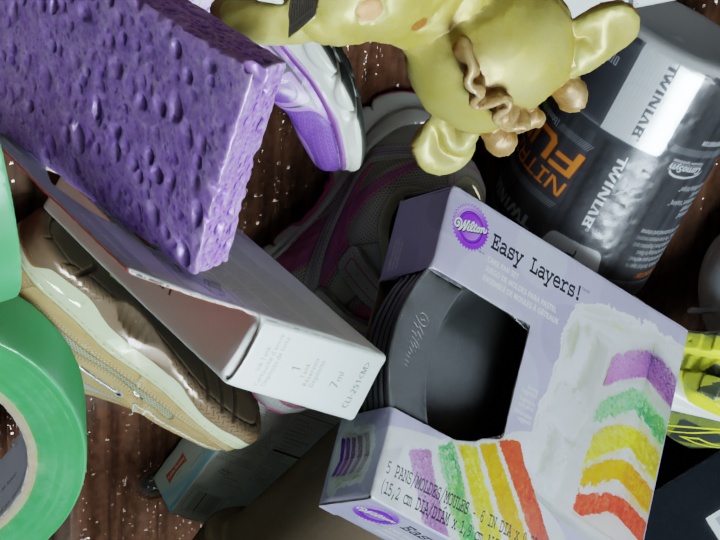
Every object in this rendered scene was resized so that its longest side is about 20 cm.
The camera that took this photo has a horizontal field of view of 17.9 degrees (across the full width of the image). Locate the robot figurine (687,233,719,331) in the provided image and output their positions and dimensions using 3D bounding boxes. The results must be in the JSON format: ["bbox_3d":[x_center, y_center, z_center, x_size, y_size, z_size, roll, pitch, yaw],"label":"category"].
[{"bbox_3d":[0.297,0.001,1.437,0.200,0.113,0.170,-27,124,-6],"label":"robot figurine"}]

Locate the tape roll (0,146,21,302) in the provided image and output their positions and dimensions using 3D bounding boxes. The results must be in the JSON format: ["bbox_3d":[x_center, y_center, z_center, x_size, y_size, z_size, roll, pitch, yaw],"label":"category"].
[{"bbox_3d":[-0.208,-0.078,1.062,0.048,0.201,0.201,-16,130,-14],"label":"tape roll"}]

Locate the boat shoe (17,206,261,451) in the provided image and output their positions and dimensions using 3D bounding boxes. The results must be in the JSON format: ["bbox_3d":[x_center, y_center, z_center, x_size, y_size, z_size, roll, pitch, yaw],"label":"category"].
[{"bbox_3d":[-0.140,0.044,1.288,0.076,0.072,0.200,-34,122,19],"label":"boat shoe"}]

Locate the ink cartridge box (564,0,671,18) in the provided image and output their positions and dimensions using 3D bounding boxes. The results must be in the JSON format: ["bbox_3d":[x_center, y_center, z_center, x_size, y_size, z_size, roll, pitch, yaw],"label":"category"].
[{"bbox_3d":[0.144,-0.220,1.210,0.200,0.084,0.145,-13,130,-18],"label":"ink cartridge box"}]

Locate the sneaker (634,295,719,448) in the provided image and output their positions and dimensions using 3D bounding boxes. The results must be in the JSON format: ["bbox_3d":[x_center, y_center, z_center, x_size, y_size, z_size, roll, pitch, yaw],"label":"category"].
[{"bbox_3d":[0.182,0.071,1.402,0.075,0.200,0.085,-61,158,-29],"label":"sneaker"}]

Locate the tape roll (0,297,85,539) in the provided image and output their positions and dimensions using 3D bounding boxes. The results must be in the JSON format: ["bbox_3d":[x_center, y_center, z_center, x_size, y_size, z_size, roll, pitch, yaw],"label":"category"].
[{"bbox_3d":[-0.248,0.087,1.228,0.200,0.048,0.201,-4,129,-5],"label":"tape roll"}]

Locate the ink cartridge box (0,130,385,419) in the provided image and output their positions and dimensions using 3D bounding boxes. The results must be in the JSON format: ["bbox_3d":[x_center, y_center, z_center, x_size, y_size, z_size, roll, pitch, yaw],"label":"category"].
[{"bbox_3d":[-0.106,-0.006,1.155,0.173,0.200,0.044,19,105,-43],"label":"ink cartridge box"}]

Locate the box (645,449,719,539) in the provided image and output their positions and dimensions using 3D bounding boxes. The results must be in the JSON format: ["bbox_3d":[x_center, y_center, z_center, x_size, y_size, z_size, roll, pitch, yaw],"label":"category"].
[{"bbox_3d":[0.262,0.184,1.499,0.200,0.124,0.197,-31,163,-2],"label":"box"}]

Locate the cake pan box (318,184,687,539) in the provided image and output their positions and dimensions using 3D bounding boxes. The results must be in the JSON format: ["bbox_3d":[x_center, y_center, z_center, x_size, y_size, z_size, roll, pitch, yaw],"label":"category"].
[{"bbox_3d":[0.079,0.075,1.227,0.200,0.184,0.052,31,151,-30],"label":"cake pan box"}]

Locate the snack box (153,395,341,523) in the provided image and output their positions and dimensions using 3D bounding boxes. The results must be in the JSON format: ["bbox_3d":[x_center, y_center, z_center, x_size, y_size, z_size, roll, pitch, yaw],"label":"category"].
[{"bbox_3d":[-0.015,0.122,1.422,0.200,0.037,0.116,23,114,-37],"label":"snack box"}]

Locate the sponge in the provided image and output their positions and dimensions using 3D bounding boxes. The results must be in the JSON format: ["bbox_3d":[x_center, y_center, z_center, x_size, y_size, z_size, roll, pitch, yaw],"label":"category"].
[{"bbox_3d":[-0.126,-0.095,1.096,0.030,0.200,0.112,-20,136,-47],"label":"sponge"}]

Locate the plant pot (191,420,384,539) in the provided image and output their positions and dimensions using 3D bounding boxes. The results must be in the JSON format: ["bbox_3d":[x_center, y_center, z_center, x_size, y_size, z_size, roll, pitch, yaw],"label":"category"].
[{"bbox_3d":[0.015,0.160,1.316,0.200,0.200,0.175,22,108,-37],"label":"plant pot"}]

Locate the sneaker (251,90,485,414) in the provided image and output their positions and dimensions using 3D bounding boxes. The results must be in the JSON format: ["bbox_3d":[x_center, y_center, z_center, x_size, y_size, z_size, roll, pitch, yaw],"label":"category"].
[{"bbox_3d":[0.000,0.000,1.289,0.081,0.088,0.200,19,106,-36],"label":"sneaker"}]

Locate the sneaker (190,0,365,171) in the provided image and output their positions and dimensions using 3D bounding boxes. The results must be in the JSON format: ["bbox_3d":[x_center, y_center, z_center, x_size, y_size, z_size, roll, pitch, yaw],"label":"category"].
[{"bbox_3d":[-0.064,-0.125,1.199,0.083,0.081,0.200,-29,124,14],"label":"sneaker"}]

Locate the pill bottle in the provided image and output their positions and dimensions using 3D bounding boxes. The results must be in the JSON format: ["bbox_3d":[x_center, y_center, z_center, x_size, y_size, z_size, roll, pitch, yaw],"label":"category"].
[{"bbox_3d":[0.140,-0.055,1.319,0.106,0.106,0.200,11,119,-33],"label":"pill bottle"}]

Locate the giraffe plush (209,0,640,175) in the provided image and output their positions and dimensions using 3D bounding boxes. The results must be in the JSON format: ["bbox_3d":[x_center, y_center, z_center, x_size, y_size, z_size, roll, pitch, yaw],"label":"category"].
[{"bbox_3d":[0.045,-0.140,1.096,0.172,0.200,0.162,-15,136,45],"label":"giraffe plush"}]
